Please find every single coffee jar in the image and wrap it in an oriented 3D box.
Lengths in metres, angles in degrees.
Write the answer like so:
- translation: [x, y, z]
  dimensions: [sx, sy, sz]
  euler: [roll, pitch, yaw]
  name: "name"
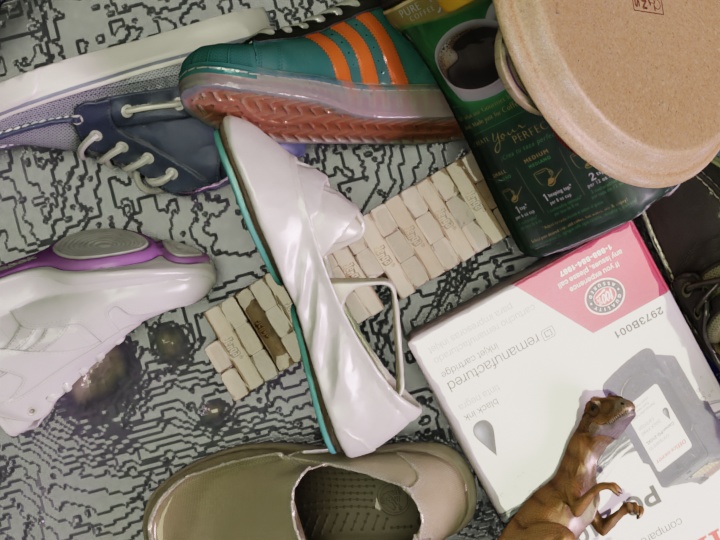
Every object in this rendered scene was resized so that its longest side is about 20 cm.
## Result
- translation: [0.088, -0.115, 1.096]
  dimensions: [0.104, 0.085, 0.201]
  euler: [-22, 103, 37]
  name: "coffee jar"

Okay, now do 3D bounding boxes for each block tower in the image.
- translation: [0.000, 0.000, 1.161]
  dimensions: [0.199, 0.058, 0.054]
  euler: [-32, 92, -2]
  name: "block tower"

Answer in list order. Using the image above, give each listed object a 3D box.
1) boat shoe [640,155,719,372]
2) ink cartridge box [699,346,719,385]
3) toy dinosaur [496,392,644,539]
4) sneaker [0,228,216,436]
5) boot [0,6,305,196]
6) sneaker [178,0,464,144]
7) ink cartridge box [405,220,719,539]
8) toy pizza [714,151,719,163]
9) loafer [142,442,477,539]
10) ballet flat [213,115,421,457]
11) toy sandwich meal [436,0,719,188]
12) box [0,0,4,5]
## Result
- translation: [0.216, 0.019, 1.125]
  dimensions: [0.072, 0.066, 0.202]
  euler: [-35, 84, 27]
  name: "boat shoe"
- translation: [0.279, 0.092, 1.179]
  dimensions: [0.094, 0.037, 0.201]
  euler: [-34, 89, 0]
  name: "ink cartridge box"
- translation: [0.091, 0.158, 1.091]
  dimensions: [0.200, 0.060, 0.106]
  euler: [-47, 66, -2]
  name: "toy dinosaur"
- translation: [-0.176, 0.036, 1.160]
  dimensions: [0.199, 0.075, 0.100]
  euler: [-14, 109, -1]
  name: "sneaker"
- translation: [-0.133, -0.079, 1.147]
  dimensions: [0.199, 0.073, 0.091]
  euler: [-18, 90, -4]
  name: "boot"
- translation: [-0.016, -0.118, 1.129]
  dimensions: [0.199, 0.071, 0.081]
  euler: [2, 74, -35]
  name: "sneaker"
- translation: [0.134, 0.092, 1.149]
  dimensions: [0.144, 0.084, 0.201]
  euler: [-28, 91, 1]
  name: "ink cartridge box"
- translation: [0.210, -0.109, 1.144]
  dimensions: [0.199, 0.032, 0.202]
  euler: [9, 118, 17]
  name: "toy pizza"
- translation: [-0.036, 0.134, 1.138]
  dimensions: [0.199, 0.068, 0.076]
  euler: [-11, 90, 16]
  name: "loafer"
- translation: [-0.018, 0.002, 1.098]
  dimensions: [0.069, 0.069, 0.201]
  euler: [-20, 101, -1]
  name: "ballet flat"
- translation: [0.119, -0.133, 1.013]
  dimensions: [0.204, 0.070, 0.207]
  euler: [14, 69, -39]
  name: "toy sandwich meal"
- translation: [-0.281, -0.179, 1.128]
  dimensions: [0.148, 0.107, 0.200]
  euler: [38, 90, -2]
  name: "box"
